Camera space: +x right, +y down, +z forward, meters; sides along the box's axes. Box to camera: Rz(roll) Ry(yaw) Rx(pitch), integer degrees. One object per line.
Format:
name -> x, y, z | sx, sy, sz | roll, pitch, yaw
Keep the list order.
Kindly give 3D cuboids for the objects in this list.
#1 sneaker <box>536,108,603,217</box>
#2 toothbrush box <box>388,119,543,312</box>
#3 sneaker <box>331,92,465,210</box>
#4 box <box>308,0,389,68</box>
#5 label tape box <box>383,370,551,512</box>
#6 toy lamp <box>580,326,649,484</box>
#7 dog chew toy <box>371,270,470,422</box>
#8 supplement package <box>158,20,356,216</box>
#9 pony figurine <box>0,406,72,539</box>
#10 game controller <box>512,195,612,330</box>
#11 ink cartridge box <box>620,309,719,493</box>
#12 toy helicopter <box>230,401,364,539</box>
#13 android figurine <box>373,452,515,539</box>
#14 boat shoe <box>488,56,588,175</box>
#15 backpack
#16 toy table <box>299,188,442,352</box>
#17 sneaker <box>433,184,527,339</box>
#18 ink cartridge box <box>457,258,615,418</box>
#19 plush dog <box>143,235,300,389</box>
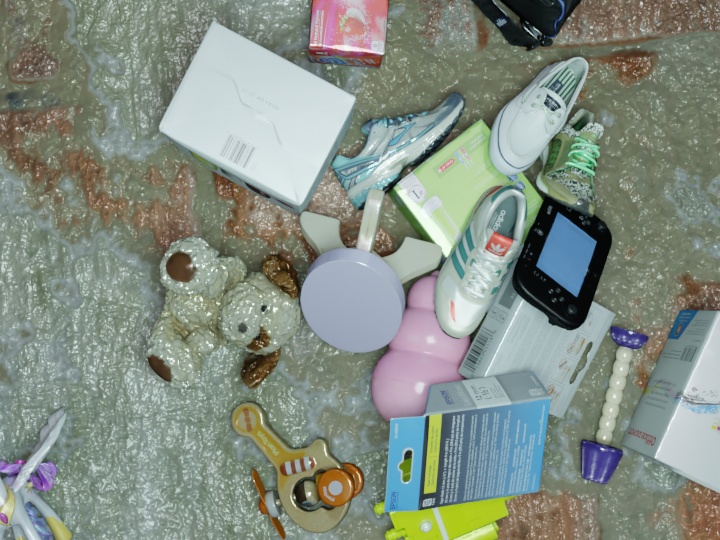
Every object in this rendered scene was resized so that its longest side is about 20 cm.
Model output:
sneaker -> 0.268, -0.142, 1.403 | 0.076, 0.201, 0.089 | 21, 122, -11
toothbrush box -> 0.153, -0.068, 1.457 | 0.145, 0.086, 0.200 | -38, 90, -4
sneaker -> 0.048, -0.172, 1.460 | 0.200, 0.078, 0.086 | -41, 88, -3
box -> -0.011, -0.369, 1.449 | 0.099, 0.095, 0.202 | 5, 89, -2
label tape box -> 0.120, 0.206, 1.352 | 0.198, 0.066, 0.144 | -5, 120, -13
toy lamp -> 0.330, 0.177, 1.476 | 0.058, 0.058, 0.202 | 15, 89, -2
dog chew toy -> 0.085, 0.100, 1.439 | 0.123, 0.125, 0.202 | 14, 80, -2
supplement package -> -0.122, -0.178, 1.389 | 0.190, 0.200, 0.148 | 28, 88, -1
pony figurine -> -0.426, 0.271, 1.389 | 0.165, 0.193, 0.201 | -22, 109, 0
game controller -> 0.244, -0.016, 1.359 | 0.104, 0.042, 0.200 | 43, 43, -12
ink cartridge box -> 0.451, 0.170, 1.436 | 0.144, 0.147, 0.201 | 26, 88, -2
toy helicopter -> -0.099, 0.256, 1.457 | 0.132, 0.079, 0.200 | -45, 80, 6
android figurine -> 0.115, 0.284, 1.447 | 0.198, 0.041, 0.183 | -21, 115, -5
boat shoe -> 0.226, -0.205, 1.428 | 0.073, 0.067, 0.201 | 38, 57, -12
backpack -> 0.204, -0.402, 1.421 | 0.190, 0.200, 0.155 | 35, 83, 5
toy table -> 0.000, 0.000, 1.387 | 0.182, 0.200, 0.118 | 20, 57, -5
sneaker -> 0.147, -0.015, 1.364 | 0.070, 0.093, 0.201 | 25, 85, -3
ink cartridge box -> 0.228, 0.089, 1.439 | 0.050, 0.199, 0.163 | 29, 93, 42
plush dog -> -0.159, 0.047, 1.405 | 0.170, 0.161, 0.201 | 16, 113, 3
